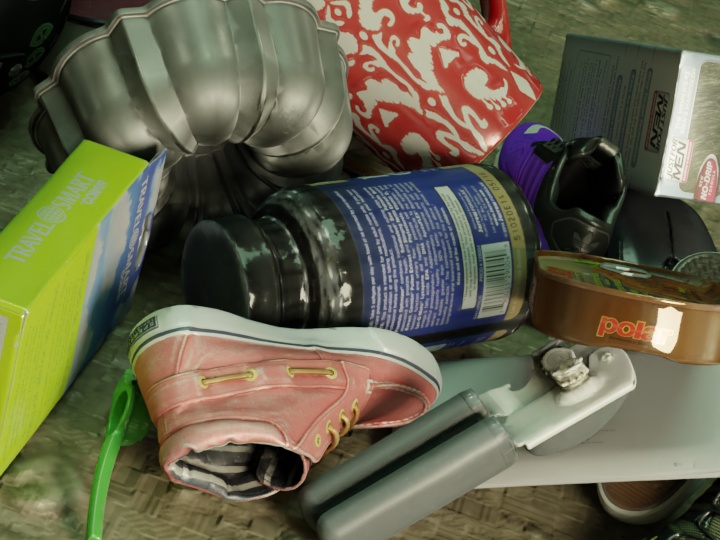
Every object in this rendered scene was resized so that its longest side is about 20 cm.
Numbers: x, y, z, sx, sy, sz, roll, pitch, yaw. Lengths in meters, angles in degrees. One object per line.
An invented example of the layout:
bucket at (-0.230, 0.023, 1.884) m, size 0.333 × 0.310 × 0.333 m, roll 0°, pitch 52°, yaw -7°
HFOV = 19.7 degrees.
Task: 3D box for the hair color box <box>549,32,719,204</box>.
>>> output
hair color box at (0.200, -0.109, 1.455) m, size 0.061 × 0.099 × 0.200 m, roll 7°, pitch 8°, yaw -18°

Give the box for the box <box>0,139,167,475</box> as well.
box at (-0.169, 0.016, 1.121) m, size 0.048 × 0.122 × 0.200 m, roll 21°, pitch 32°, yaw 6°

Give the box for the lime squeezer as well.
lime squeezer at (-0.111, 0.086, 1.139) m, size 0.071 × 0.038 × 0.200 m, roll 56°, pitch 37°, yaw 1°

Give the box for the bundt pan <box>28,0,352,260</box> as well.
bundt pan at (-0.094, -0.076, 1.246) m, size 0.202 × 0.202 × 0.076 m, roll 0°, pitch 54°, yaw -27°

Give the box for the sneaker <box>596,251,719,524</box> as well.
sneaker at (0.198, 0.087, 1.258) m, size 0.073 × 0.085 × 0.200 m, roll 12°, pitch 51°, yaw 23°

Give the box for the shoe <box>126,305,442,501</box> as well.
shoe at (-0.032, 0.081, 1.134) m, size 0.200 × 0.071 × 0.091 m, roll 11°, pitch 48°, yaw -35°

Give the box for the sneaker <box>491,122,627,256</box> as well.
sneaker at (0.143, -0.057, 1.406) m, size 0.070 × 0.100 × 0.200 m, roll 24°, pitch 32°, yaw -15°

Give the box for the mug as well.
mug at (0.027, -0.166, 1.340) m, size 0.200 × 0.178 × 0.133 m, roll 45°, pitch 5°, yaw -6°

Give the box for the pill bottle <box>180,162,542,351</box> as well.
pill bottle at (0.000, 0.000, 1.238) m, size 0.200 × 0.112 × 0.112 m, roll -8°, pitch 40°, yaw -31°

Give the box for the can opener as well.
can opener at (0.064, 0.099, 1.120) m, size 0.200 × 0.067 × 0.053 m, roll -27°, pitch 36°, yaw -11°

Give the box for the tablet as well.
tablet at (0.118, 0.082, 1.195) m, size 0.200 × 0.014 × 0.130 m, roll -4°, pitch 30°, yaw 11°

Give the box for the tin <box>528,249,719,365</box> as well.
tin at (0.150, 0.019, 1.169) m, size 0.112 × 0.042 × 0.200 m, roll 14°, pitch 6°, yaw 3°

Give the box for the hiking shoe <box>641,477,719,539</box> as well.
hiking shoe at (0.208, 0.137, 1.147) m, size 0.076 × 0.101 × 0.200 m, roll 32°, pitch 34°, yaw 22°

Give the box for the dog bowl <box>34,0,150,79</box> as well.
dog bowl at (-0.143, -0.198, 1.460) m, size 0.200 × 0.074 × 0.200 m, roll -2°, pitch 33°, yaw 1°

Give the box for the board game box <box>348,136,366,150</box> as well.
board game box at (-0.022, -0.143, 1.495) m, size 0.134 × 0.034 × 0.200 m, roll -8°, pitch 30°, yaw -36°

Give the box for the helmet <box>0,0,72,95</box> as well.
helmet at (-0.283, -0.201, 1.341) m, size 0.200 × 0.200 × 0.191 m, roll 19°, pitch 31°, yaw 1°

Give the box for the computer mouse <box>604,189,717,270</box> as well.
computer mouse at (0.211, -0.003, 1.412) m, size 0.138 × 0.053 × 0.200 m, roll 8°, pitch 33°, yaw -15°

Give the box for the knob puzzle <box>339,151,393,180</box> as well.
knob puzzle at (-0.015, -0.034, 1.366) m, size 0.219 × 0.030 × 0.220 m, roll 13°, pitch 32°, yaw -9°
